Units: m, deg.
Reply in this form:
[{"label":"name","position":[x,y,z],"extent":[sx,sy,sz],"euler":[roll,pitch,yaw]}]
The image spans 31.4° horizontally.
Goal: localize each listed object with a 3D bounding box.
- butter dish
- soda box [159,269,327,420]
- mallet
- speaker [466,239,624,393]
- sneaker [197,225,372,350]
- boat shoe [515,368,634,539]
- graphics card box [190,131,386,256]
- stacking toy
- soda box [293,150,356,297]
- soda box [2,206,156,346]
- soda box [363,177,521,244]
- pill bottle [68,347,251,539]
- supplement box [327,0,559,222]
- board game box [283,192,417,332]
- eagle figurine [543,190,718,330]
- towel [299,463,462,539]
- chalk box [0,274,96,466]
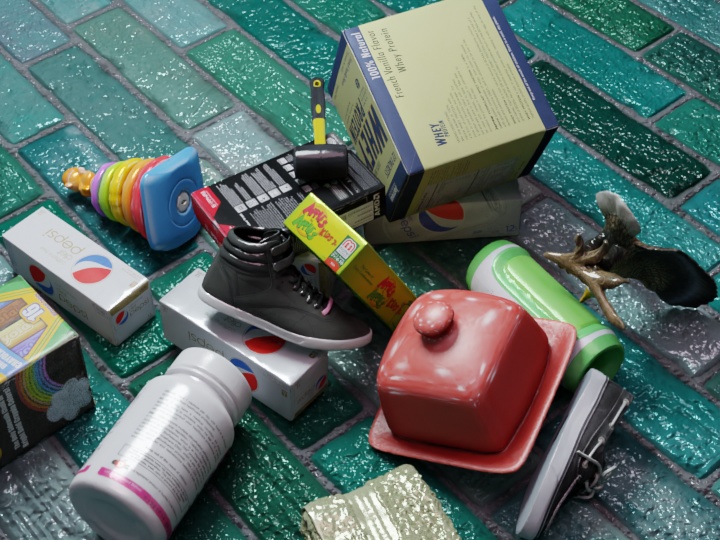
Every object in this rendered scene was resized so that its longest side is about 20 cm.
[{"label":"butter dish","position":[0.099,0.090,1.349],"extent":[0.198,0.148,0.201],"euler":[5,52,36]},{"label":"soda box","position":[-0.131,0.082,1.441],"extent":[0.199,0.064,0.068],"euler":[30,51,26]},{"label":"mallet","position":[-0.059,-0.173,1.539],"extent":[0.065,0.042,0.201],"euler":[-7,39,-7]},{"label":"speaker","position":[0.207,0.052,1.458],"extent":[0.088,0.089,0.200],"euler":[-27,51,-22]},{"label":"sneaker","position":[-0.072,0.015,1.385],"extent":[0.198,0.100,0.071],"euler":[20,23,1]},{"label":"boat shoe","position":[0.226,0.199,1.327],"extent":[0.068,0.074,0.200],"euler":[30,58,4]},{"label":"graphics card box","position":[-0.083,-0.079,1.502],"extent":[0.198,0.051,0.126],"euler":[-27,49,-20]},{"label":"stacking toy","position":[-0.302,-0.101,1.626],"extent":[0.198,0.111,0.116],"euler":[11,31,28]},{"label":"soda box","position":[-0.050,-0.062,1.577],"extent":[0.063,0.069,0.201],"euler":[6,47,9]},{"label":"soda box","position":[-0.339,0.005,1.540],"extent":[0.199,0.064,0.068],"euler":[32,55,28]},{"label":"soda box","position":[0.100,-0.083,1.604],"extent":[0.197,0.064,0.069],"euler":[-3,46,0]},{"label":"pill bottle","position":[-0.201,0.183,1.330],"extent":[0.112,0.114,0.201],"euler":[19,50,19]},{"label":"supplement box","position":[0.094,-0.197,1.530],"extent":[0.198,0.134,0.202],"euler":[-19,73,-16]},{"label":"board game box","position":[0.000,0.000,1.436],"extent":[0.048,0.200,0.101],"euler":[-47,56,-2]},{"label":"eagle figurine","position":[0.303,-0.015,1.457],"extent":[0.198,0.154,0.150],"euler":[-11,-2,-41]},{"label":"towel","position":[0.037,0.289,1.272],"extent":[0.147,0.037,0.201],"euler":[-19,49,-17]},{"label":"chalk box","position":[-0.409,0.126,1.385],"extent":[0.199,0.126,0.124],"euler":[-32,53,-27]}]
